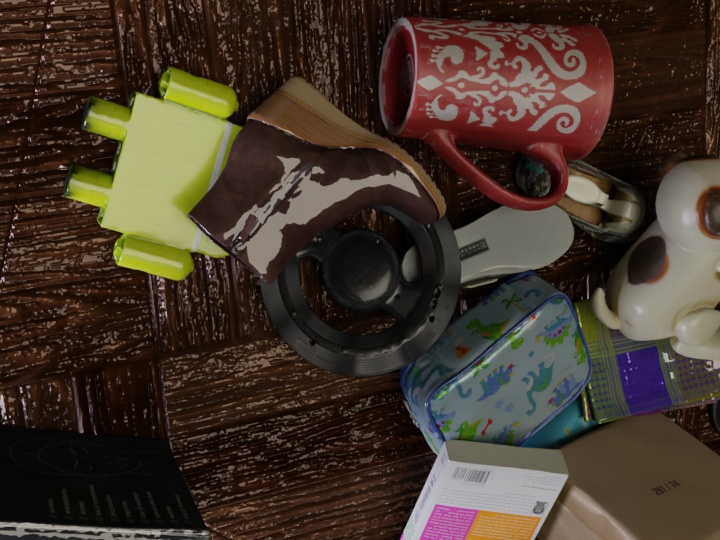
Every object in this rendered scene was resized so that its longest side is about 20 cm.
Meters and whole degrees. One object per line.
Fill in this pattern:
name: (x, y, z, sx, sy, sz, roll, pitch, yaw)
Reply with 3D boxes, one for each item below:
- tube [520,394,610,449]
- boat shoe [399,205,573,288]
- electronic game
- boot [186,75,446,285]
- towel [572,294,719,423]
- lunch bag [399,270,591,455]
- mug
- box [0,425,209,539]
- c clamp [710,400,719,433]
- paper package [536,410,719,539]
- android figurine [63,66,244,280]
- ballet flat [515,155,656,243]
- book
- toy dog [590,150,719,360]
tube: (0.247, 0.175, 1.112, 0.199, 0.050, 0.078, -37, 124, -16)
boat shoe: (0.125, -0.021, 1.005, 0.196, 0.064, 0.072, -15, 84, -14)
electronic game: (0.000, 0.000, 0.935, 0.195, 0.042, 0.205, 0, 83, -2)
boot: (-0.037, -0.056, 0.875, 0.198, 0.072, 0.168, 35, 80, -9)
towel: (0.334, 0.091, 1.115, 0.196, 0.023, 0.147, -6, 84, -21)
lunch bag: (0.145, 0.114, 1.022, 0.199, 0.082, 0.162, -37, 126, -10)
mug: (0.130, -0.163, 0.924, 0.196, 0.180, 0.135, 2, 141, -18)
box: (-0.252, 0.229, 0.827, 0.193, 0.200, 0.127, 12, 98, -24)
c clamp: (0.511, 0.130, 1.223, 0.167, 0.027, 0.204, -12, 107, -14)
paper package: (0.307, 0.261, 1.046, 0.197, 0.190, 0.105, -15, 128, -33)
android figurine: (-0.163, -0.084, 0.884, 0.197, 0.041, 0.186, 17, 95, -23)
ballet flat: (0.258, -0.074, 1.046, 0.197, 0.072, 0.073, 19, 94, -25)
book: (0.120, 0.264, 1.022, 0.131, 0.049, 0.203, 9, 128, -14)
toy dog: (0.340, -0.029, 1.022, 0.189, 0.141, 0.203, 3, 128, -12)
